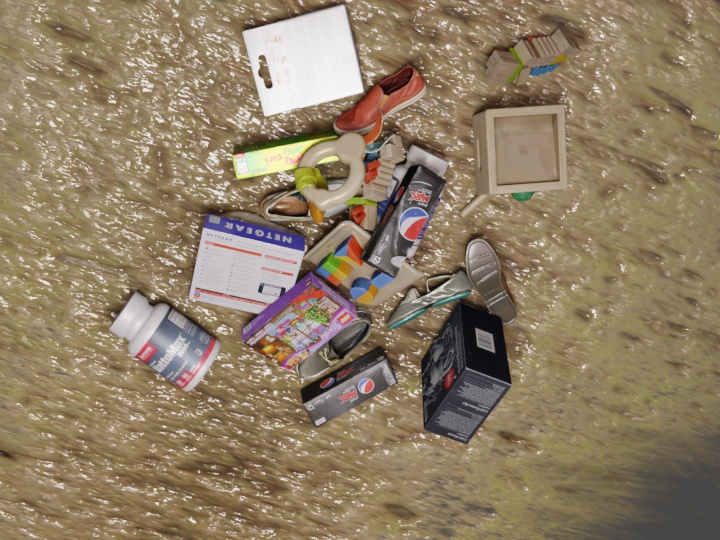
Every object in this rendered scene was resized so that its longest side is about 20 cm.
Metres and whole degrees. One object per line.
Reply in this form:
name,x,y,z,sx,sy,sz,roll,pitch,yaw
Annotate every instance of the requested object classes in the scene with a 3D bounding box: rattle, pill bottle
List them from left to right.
pill bottle,-0.389,0.137,1.513,0.199,0.120,0.120,37,99,-14
rattle,-0.017,-0.179,1.397,0.200,0.130,0.143,-45,140,-10
pill bottle,0.095,-0.137,1.496,0.110,0.111,0.202,22,102,-12

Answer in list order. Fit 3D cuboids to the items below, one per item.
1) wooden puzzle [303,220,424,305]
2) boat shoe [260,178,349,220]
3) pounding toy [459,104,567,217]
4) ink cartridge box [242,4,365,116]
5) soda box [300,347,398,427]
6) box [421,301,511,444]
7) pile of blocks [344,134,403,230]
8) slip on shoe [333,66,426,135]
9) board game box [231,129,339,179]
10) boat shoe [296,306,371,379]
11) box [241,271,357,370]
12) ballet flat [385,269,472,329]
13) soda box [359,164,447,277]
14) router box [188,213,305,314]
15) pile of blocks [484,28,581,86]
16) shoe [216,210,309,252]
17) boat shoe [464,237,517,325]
wooden puzzle,0.000,0.000,1.499,0.198,0.185,0.047,32,56,-16
boat shoe,-0.096,-0.131,1.495,0.197,0.068,0.076,-14,105,-6
pounding toy,0.293,-0.210,1.501,0.181,0.142,0.204,-5,96,-6
ink cartridge box,-0.104,-0.395,1.438,0.197,0.057,0.165,-12,107,6
soda box,-0.024,0.244,1.601,0.198,0.071,0.064,-28,109,0
box,0.206,0.205,1.533,0.103,0.201,0.183,20,124,-11
pile of blocks,0.013,-0.167,1.442,0.082,0.062,0.203,28,102,32
slip on shoe,0.032,-0.322,1.450,0.198,0.074,0.061,-31,137,-3
board game box,-0.141,-0.222,1.449,0.197,0.102,0.048,-11,108,-3
boat shoe,-0.056,0.158,1.587,0.201,0.060,0.072,-42,106,6
box,-0.122,0.106,1.532,0.199,0.039,0.136,-39,128,19
ballet flat,0.135,0.057,1.587,0.198,0.067,0.064,-25,78,6
soda box,0.077,-0.091,1.395,0.063,0.071,0.202,29,88,-14
router box,-0.222,-0.004,1.492,0.197,0.049,0.181,13,127,-12
pile of blocks,0.324,-0.415,1.480,0.197,0.082,0.063,-16,64,-11
shoe,-0.195,-0.070,1.510,0.197,0.053,0.071,14,104,-10
boat shoe,0.263,0.018,1.584,0.071,0.068,0.202,-20,109,8
